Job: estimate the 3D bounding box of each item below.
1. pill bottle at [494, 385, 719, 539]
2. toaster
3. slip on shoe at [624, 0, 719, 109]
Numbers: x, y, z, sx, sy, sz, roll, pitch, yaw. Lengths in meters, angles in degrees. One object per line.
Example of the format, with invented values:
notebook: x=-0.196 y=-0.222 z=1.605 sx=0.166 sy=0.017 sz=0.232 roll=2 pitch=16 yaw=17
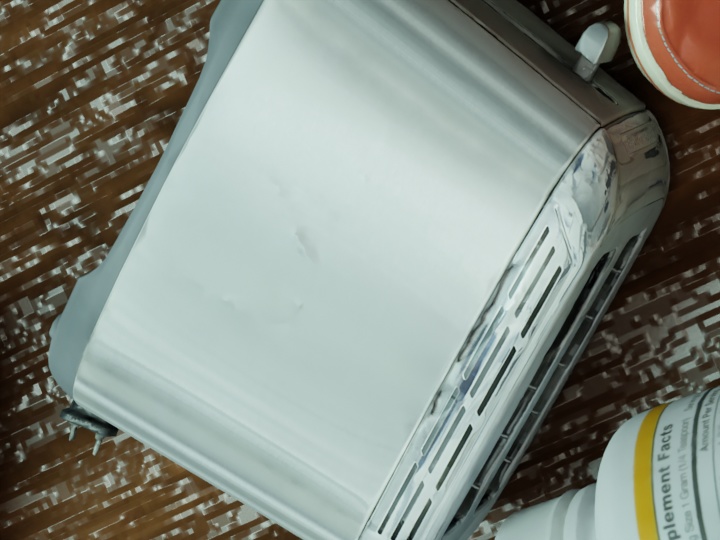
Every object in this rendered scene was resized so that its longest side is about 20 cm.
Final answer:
pill bottle: x=0.140 y=0.076 z=0.785 sx=0.199 sy=0.109 sz=0.110 roll=-20 pitch=90 yaw=24
toaster: x=0.000 y=0.000 z=0.830 sx=0.129 sy=0.114 sz=0.201 roll=33 pitch=106 yaw=12
slip on shoe: x=0.143 y=-0.123 z=0.769 sx=0.074 sy=0.061 sz=0.200 roll=32 pitch=111 yaw=-21
